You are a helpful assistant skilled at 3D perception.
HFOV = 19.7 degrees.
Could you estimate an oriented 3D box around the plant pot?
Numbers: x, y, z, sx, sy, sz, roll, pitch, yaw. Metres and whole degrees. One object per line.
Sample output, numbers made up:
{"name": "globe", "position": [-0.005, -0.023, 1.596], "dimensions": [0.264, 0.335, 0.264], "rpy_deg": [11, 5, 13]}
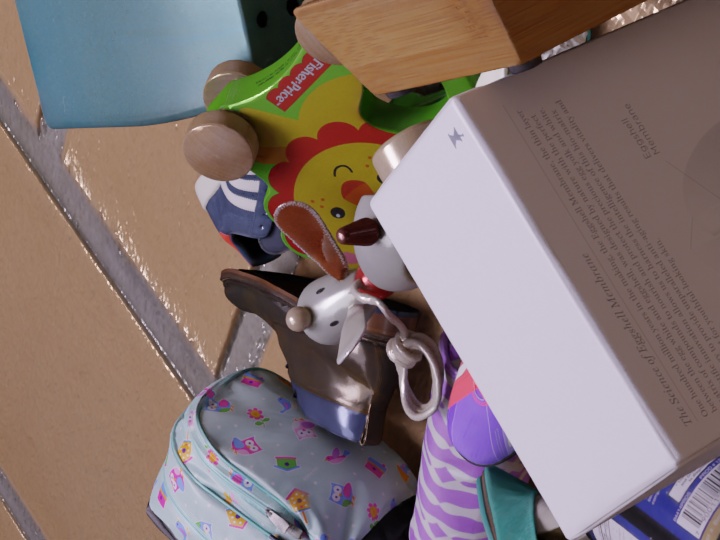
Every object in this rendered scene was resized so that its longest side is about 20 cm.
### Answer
{"name": "plant pot", "position": [-0.112, -0.176, 1.378], "dimensions": [0.199, 0.141, 0.143], "rpy_deg": [9, 119, 44]}

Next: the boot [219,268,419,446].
{"name": "boot", "position": [-0.042, 0.056, 1.456], "dimensions": [0.199, 0.074, 0.098], "rpy_deg": [15, 97, 51]}

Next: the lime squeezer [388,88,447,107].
{"name": "lime squeezer", "position": [0.043, -0.071, 1.317], "dimensions": [0.070, 0.038, 0.201], "rpy_deg": [20, 134, 9]}

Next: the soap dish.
{"name": "soap dish", "position": [0.088, -0.156, 1.020], "dimensions": [0.157, 0.199, 0.082], "rpy_deg": [-5, 110, 57]}

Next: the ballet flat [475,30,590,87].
{"name": "ballet flat", "position": [0.089, -0.071, 1.206], "dimensions": [0.072, 0.071, 0.201], "rpy_deg": [36, 139, 40]}

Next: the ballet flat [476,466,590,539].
{"name": "ballet flat", "position": [0.116, 0.181, 1.204], "dimensions": [0.067, 0.070, 0.201], "rpy_deg": [52, -162, -35]}

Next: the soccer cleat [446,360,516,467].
{"name": "soccer cleat", "position": [0.096, 0.030, 1.182], "dimensions": [0.068, 0.073, 0.201], "rpy_deg": [40, 114, 22]}

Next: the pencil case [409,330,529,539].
{"name": "pencil case", "position": [0.081, 0.115, 1.334], "dimensions": [0.084, 0.085, 0.201], "rpy_deg": [-89, 6, -48]}

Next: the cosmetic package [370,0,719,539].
{"name": "cosmetic package", "position": [0.147, -0.009, 1.027], "dimensions": [0.200, 0.199, 0.123], "rpy_deg": [59, 148, 12]}

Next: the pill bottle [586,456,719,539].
{"name": "pill bottle", "position": [0.184, 0.124, 1.130], "dimensions": [0.200, 0.111, 0.113], "rpy_deg": [37, 140, 57]}

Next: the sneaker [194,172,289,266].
{"name": "sneaker", "position": [-0.055, -0.064, 1.428], "dimensions": [0.085, 0.075, 0.200], "rpy_deg": [61, 158, 11]}

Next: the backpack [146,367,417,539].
{"name": "backpack", "position": [-0.048, 0.166, 1.460], "dimensions": [0.199, 0.167, 0.127], "rpy_deg": [34, 119, 16]}

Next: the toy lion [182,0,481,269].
{"name": "toy lion", "position": [0.005, -0.078, 1.262], "dimensions": [0.191, 0.069, 0.200], "rpy_deg": [33, 133, -17]}

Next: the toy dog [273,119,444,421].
{"name": "toy dog", "position": [0.000, 0.000, 1.227], "dimensions": [0.132, 0.096, 0.201], "rpy_deg": [53, 141, 31]}
